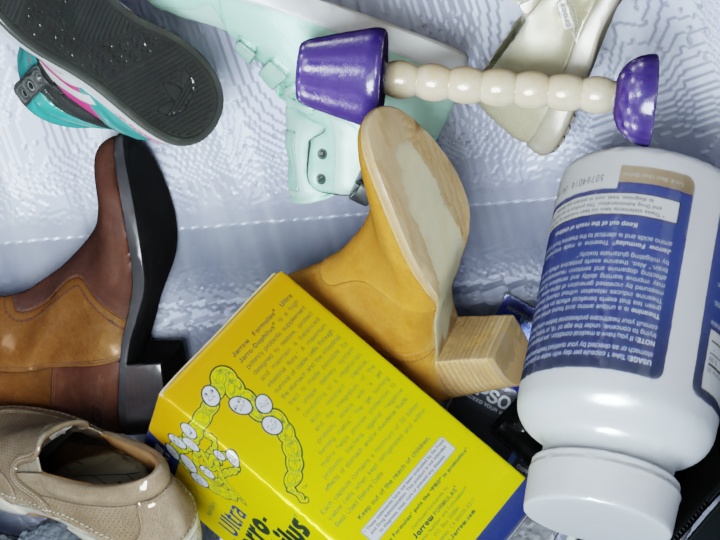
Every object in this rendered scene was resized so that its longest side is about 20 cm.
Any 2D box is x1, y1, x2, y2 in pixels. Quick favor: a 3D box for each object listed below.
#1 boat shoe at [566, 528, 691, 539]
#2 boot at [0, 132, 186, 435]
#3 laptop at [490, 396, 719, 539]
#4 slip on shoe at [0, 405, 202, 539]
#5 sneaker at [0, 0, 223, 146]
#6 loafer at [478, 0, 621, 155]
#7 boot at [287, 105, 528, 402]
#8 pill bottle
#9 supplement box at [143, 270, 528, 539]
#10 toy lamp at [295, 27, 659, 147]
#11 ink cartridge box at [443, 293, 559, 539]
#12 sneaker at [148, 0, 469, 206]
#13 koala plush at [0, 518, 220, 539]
[{"bbox_3d":[0.142,0.203,1.214,0.075,0.060,0.201,30,100,-30],"label":"boat shoe"},{"bbox_3d":[-0.211,0.012,1.253,0.198,0.069,0.190,-1,108,15],"label":"boot"},{"bbox_3d":[0.210,0.107,1.196,0.200,0.103,0.177,39,78,22],"label":"laptop"},{"bbox_3d":[-0.169,0.110,1.164,0.076,0.199,0.061,-34,128,-28],"label":"slip on shoe"},{"bbox_3d":[-0.178,-0.146,1.171,0.200,0.120,0.084,44,71,-27],"label":"sneaker"},{"bbox_3d":[0.116,-0.166,1.155,0.068,0.076,0.202,19,104,-3],"label":"loafer"},{"bbox_3d":[0.001,0.000,1.163,0.143,0.071,0.202,-5,127,37],"label":"boot"},{"bbox_3d":[0.147,0.044,1.116,0.110,0.111,0.202,11,69,5],"label":"pill bottle"},{"bbox_3d":[-0.015,0.119,1.159,0.200,0.109,0.110,40,61,8],"label":"supplement box"},{"bbox_3d":[0.063,-0.101,1.123,0.198,0.058,0.059,7,102,4],"label":"toy lamp"},{"bbox_3d":[0.084,0.125,1.236,0.099,0.039,0.201,27,103,2],"label":"ink cartridge box"},{"bbox_3d":[-0.048,-0.105,1.186,0.199,0.074,0.119,20,97,1],"label":"sneaker"},{"bbox_3d":[-0.196,0.206,1.232,0.198,0.184,0.179,0,101,19],"label":"koala plush"}]
